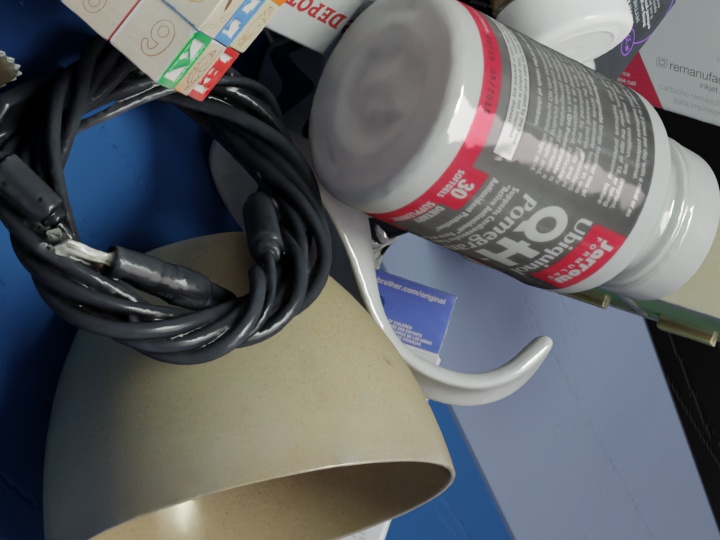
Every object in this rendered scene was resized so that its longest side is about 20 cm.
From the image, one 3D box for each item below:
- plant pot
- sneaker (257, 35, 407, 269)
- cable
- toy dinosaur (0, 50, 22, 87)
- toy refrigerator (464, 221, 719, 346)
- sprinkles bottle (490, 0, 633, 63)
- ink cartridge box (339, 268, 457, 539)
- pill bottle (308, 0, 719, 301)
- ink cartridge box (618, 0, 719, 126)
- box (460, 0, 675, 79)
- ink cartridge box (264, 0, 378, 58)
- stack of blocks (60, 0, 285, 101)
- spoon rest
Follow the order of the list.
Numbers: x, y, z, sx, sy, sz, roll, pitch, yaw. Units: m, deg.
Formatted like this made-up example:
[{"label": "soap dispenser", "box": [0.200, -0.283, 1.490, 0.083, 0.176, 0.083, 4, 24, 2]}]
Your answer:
[{"label": "plant pot", "box": [-0.067, 0.060, 1.313, 0.200, 0.199, 0.135, 14, 57, -62]}, {"label": "sneaker", "box": [0.015, -0.026, 1.437, 0.079, 0.129, 0.200, -30, 131, -50]}, {"label": "cable", "box": [-0.081, -0.038, 1.239, 0.200, 0.163, 0.051, -29, 159, -52]}, {"label": "toy dinosaur", "box": [-0.186, -0.028, 1.136, 0.102, 0.077, 0.201, -18, 118, -48]}, {"label": "toy refrigerator", "box": [0.146, -0.014, 1.604, 0.076, 0.199, 0.070, 36, 74, -61]}, {"label": "sprinkles bottle", "box": [0.077, -0.203, 1.402, 0.068, 0.068, 0.201, 9, 59, -61]}, {"label": "ink cartridge box", "box": [-0.033, 0.091, 1.429, 0.042, 0.119, 0.201, -1, 109, -87]}, {"label": "pill bottle", "box": [0.081, -0.053, 1.330, 0.199, 0.110, 0.111, 22, 86, -37]}, {"label": "ink cartridge box", "box": [0.211, -0.203, 1.671, 0.083, 0.145, 0.201, -33, 133, -46]}, {"label": "box", "box": [0.079, -0.145, 1.510, 0.200, 0.106, 0.123, -52, 144, -32]}, {"label": "ink cartridge box", "box": [0.018, -0.201, 1.309, 0.200, 0.083, 0.147, -49, 154, 12]}, {"label": "stack of blocks", "box": [-0.040, -0.172, 1.173, 0.200, 0.059, 0.115, -50, 170, 5]}, {"label": "spoon rest", "box": [0.000, 0.000, 1.363, 0.061, 0.200, 0.099, -49, 172, -27]}]
